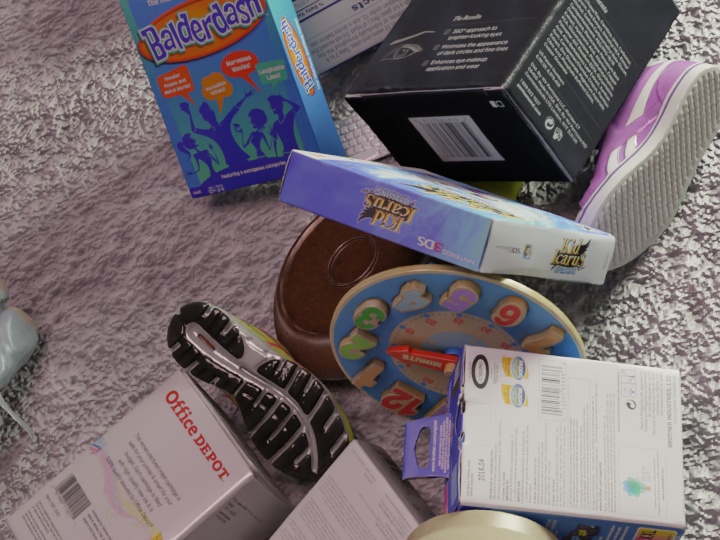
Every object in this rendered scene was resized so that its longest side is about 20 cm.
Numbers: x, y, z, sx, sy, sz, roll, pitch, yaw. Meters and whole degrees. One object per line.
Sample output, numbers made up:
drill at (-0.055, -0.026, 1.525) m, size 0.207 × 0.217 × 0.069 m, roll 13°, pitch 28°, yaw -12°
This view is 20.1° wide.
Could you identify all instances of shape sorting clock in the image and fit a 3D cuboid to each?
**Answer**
shape sorting clock at (0.074, 0.065, 1.561) m, size 0.200 × 0.200 × 0.039 m, roll -6°, pitch 50°, yaw 27°

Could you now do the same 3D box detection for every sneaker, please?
sneaker at (-0.070, 0.100, 1.707) m, size 0.078 × 0.090 × 0.200 m, roll -48°, pitch 70°, yaw 9°
sneaker at (0.215, -0.090, 1.682) m, size 0.114 × 0.073 × 0.201 m, roll 19°, pitch 67°, yaw 50°

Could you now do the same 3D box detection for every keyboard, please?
keyboard at (0.025, -0.129, 1.849) m, size 0.200 × 0.011 × 0.056 m, roll -21°, pitch 51°, yaw 17°

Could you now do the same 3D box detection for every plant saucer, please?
plant saucer at (0.000, 0.000, 1.740) m, size 0.200 × 0.034 × 0.201 m, roll -23°, pitch 46°, yaw 26°

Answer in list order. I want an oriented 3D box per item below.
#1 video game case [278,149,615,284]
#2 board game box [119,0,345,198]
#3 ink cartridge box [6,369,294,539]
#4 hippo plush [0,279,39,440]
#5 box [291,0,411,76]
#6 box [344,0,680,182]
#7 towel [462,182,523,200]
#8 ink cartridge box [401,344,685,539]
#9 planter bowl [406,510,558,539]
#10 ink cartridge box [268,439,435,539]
video game case at (0.069, -0.042, 1.581) m, size 0.200 × 0.181 × 0.046 m, roll 21°, pitch 100°, yaw 35°
board game box at (-0.117, -0.176, 1.841) m, size 0.152 × 0.200 × 0.045 m, roll -12°, pitch 16°, yaw 30°
ink cartridge box at (-0.174, 0.204, 1.688) m, size 0.200 × 0.084 × 0.145 m, roll -41°, pitch 48°, yaw 0°
hippo plush at (-0.398, 0.096, 1.885) m, size 0.161 × 0.159 × 0.200 m, roll -28°, pitch 90°, yaw 33°
box at (-0.012, -0.315, 1.859) m, size 0.184 × 0.200 × 0.105 m, roll -26°, pitch 27°, yaw 12°
box at (0.128, -0.183, 1.710) m, size 0.196 × 0.117 × 0.200 m, roll 4°, pitch 53°, yaw 50°
towel at (0.068, -0.005, 1.737) m, size 0.086 × 0.018 × 0.200 m, roll 14°, pitch 67°, yaw 32°
ink cartridge box at (0.134, 0.135, 1.501) m, size 0.199 × 0.076 × 0.137 m, roll 8°, pitch 56°, yaw -5°
planter bowl at (0.084, 0.256, 1.435) m, size 0.200 × 0.200 × 0.135 m, roll -14°, pitch 46°, yaw 22°
ink cartridge box at (-0.015, 0.259, 1.599) m, size 0.200 × 0.050 × 0.162 m, roll -52°, pitch 47°, yaw 14°
